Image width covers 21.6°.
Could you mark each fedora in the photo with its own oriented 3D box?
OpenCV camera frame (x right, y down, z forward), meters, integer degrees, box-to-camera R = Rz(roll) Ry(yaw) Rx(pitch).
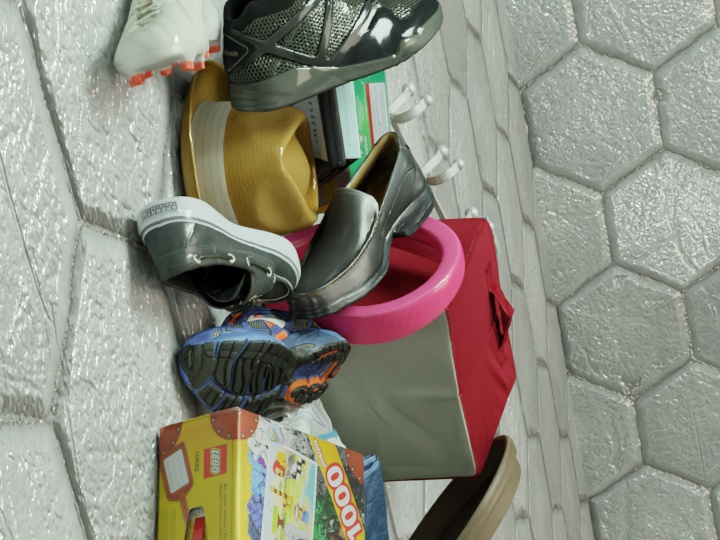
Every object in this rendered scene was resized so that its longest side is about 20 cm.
[{"bbox_3d":[-0.080,-0.079,1.507,0.200,0.081,0.203,-7,90,-77],"label":"fedora"}]

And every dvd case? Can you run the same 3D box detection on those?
[{"bbox_3d":[-0.057,-0.166,1.601,0.200,0.017,0.144,-155,-124,-71],"label":"dvd case"},{"bbox_3d":[-0.041,-0.149,1.652,0.200,0.022,0.148,156,-71,-72],"label":"dvd case"}]

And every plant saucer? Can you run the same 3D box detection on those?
[{"bbox_3d":[0.078,0.231,1.640,0.029,0.201,0.200,37,21,-3],"label":"plant saucer"}]

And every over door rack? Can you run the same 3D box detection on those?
[{"bbox_3d":[0.044,-0.099,1.794,0.199,0.066,0.149,5,-54,62],"label":"over door rack"}]

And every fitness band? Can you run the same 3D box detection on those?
[{"bbox_3d":[0.000,0.000,1.581,0.143,0.199,0.038,-38,126,-31],"label":"fitness band"}]

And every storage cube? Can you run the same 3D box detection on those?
[{"bbox_3d":[0.030,0.071,1.683,0.180,0.198,0.173,-59,142,-60],"label":"storage cube"}]

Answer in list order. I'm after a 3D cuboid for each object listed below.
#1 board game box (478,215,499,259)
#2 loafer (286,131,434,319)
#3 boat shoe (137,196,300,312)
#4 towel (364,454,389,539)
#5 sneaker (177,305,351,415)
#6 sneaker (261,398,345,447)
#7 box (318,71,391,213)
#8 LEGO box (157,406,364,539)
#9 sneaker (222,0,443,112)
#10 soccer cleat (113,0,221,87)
[{"bbox_3d":[0.073,0.053,1.985,0.064,0.146,0.202,60,26,-55],"label":"board game box"},{"bbox_3d":[-0.009,-0.036,1.530,0.200,0.072,0.073,-55,134,-46],"label":"loafer"},{"bbox_3d":[-0.101,0.001,1.386,0.200,0.068,0.057,28,44,-61],"label":"boat shoe"},{"bbox_3d":[-0.041,0.224,1.478,0.200,0.048,0.113,-28,113,-56],"label":"towel"},{"bbox_3d":[-0.087,0.066,1.458,0.076,0.078,0.200,-61,157,11],"label":"sneaker"},{"bbox_3d":[-0.068,0.124,1.525,0.200,0.074,0.088,-5,77,-82],"label":"sneaker"},{"bbox_3d":[-0.021,-0.115,1.708,0.200,0.048,0.119,167,-82,-72],"label":"box"},{"bbox_3d":[-0.068,0.215,1.322,0.148,0.077,0.202,26,56,-48],"label":"LEGO box"},{"bbox_3d":[-0.023,-0.204,1.456,0.076,0.198,0.115,23,-51,55],"label":"sneaker"},{"bbox_3d":[-0.140,-0.180,1.345,0.200,0.069,0.078,-74,150,-76],"label":"soccer cleat"}]
